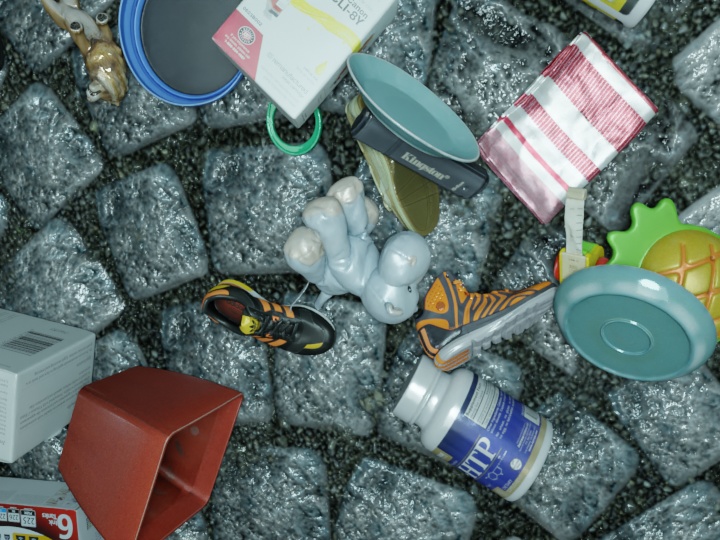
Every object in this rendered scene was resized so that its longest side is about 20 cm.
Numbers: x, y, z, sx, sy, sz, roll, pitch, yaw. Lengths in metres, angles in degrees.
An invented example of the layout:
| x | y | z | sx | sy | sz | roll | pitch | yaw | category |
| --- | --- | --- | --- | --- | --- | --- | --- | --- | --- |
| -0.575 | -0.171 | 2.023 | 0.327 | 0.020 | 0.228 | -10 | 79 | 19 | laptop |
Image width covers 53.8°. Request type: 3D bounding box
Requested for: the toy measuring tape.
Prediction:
| x | y | z | sx | sy | sz | roll | pitch | yaw | category |
| --- | --- | --- | --- | --- | --- | --- | --- | --- | --- |
| 0.278 | -0.032 | 0.889 | 0.071 | 0.075 | 0.204 | -5 | 129 | 11 | toy measuring tape |

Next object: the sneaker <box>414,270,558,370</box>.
| x | y | z | sx | sy | sz | roll | pitch | yaw | category |
| --- | --- | --- | --- | --- | --- | --- | --- | --- | --- |
| 0.160 | 0.038 | 0.941 | 0.196 | 0.078 | 0.114 | -24 | 61 | -11 | sneaker |

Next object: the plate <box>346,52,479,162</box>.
| x | y | z | sx | sy | sz | roll | pitch | yaw | category |
| --- | --- | --- | --- | --- | --- | --- | --- | --- | --- |
| 0.061 | -0.191 | 0.859 | 0.199 | 0.200 | 0.026 | 39 | 119 | 1 | plate |

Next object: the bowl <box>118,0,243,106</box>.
| x | y | z | sx | sy | sz | roll | pitch | yaw | category |
| --- | --- | --- | --- | --- | --- | --- | --- | --- | --- |
| -0.232 | -0.329 | 0.968 | 0.194 | 0.039 | 0.207 | 2 | 101 | 11 | bowl |

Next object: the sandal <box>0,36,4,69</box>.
| x | y | z | sx | sy | sz | roll | pitch | yaw | category |
| --- | --- | --- | --- | --- | --- | --- | --- | --- | --- |
| -0.558 | -0.387 | 1.016 | 0.073 | 0.045 | 0.206 | -5 | 100 | 12 | sandal |

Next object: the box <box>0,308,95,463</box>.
| x | y | z | sx | sy | sz | roll | pitch | yaw | category |
| --- | --- | --- | --- | --- | --- | --- | --- | --- | --- |
| -0.525 | 0.157 | 1.033 | 0.194 | 0.199 | 0.135 | 12 | 102 | 8 | box |

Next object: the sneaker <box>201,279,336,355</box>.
| x | y | z | sx | sy | sz | roll | pitch | yaw | category |
| --- | --- | --- | --- | --- | --- | --- | --- | --- | --- |
| -0.132 | 0.077 | 0.999 | 0.195 | 0.090 | 0.072 | 21 | 104 | 7 | sneaker |

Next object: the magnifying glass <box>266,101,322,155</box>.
| x | y | z | sx | sy | sz | roll | pitch | yaw | category |
| --- | --- | --- | --- | --- | --- | --- | --- | --- | --- |
| -0.102 | -0.260 | 0.967 | 0.077 | 0.022 | 0.206 | -10 | 100 | 13 | magnifying glass |

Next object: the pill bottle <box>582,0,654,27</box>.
| x | y | z | sx | sy | sz | roll | pitch | yaw | category |
| --- | --- | --- | --- | --- | --- | --- | --- | --- | --- |
| 0.264 | -0.383 | 0.823 | 0.197 | 0.114 | 0.116 | 32 | 105 | 3 | pill bottle |

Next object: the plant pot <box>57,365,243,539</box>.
| x | y | z | sx | sy | sz | roll | pitch | yaw | category |
| --- | --- | --- | --- | --- | --- | --- | --- | --- | --- |
| -0.313 | 0.251 | 1.024 | 0.173 | 0.199 | 0.205 | 25 | 104 | 16 | plant pot |

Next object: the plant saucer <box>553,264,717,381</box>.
| x | y | z | sx | sy | sz | roll | pitch | yaw | category |
| --- | --- | --- | --- | --- | --- | --- | --- | --- | --- |
| 0.331 | 0.075 | 0.876 | 0.196 | 0.028 | 0.203 | 24 | 145 | 17 | plant saucer |

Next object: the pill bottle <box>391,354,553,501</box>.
| x | y | z | sx | sy | sz | roll | pitch | yaw | category |
| --- | --- | --- | --- | --- | --- | --- | --- | --- | --- |
| 0.146 | 0.204 | 0.954 | 0.197 | 0.120 | 0.122 | 31 | 105 | 4 | pill bottle |

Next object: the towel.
| x | y | z | sx | sy | sz | roll | pitch | yaw | category |
| --- | --- | --- | --- | --- | --- | --- | --- | --- | --- |
| 0.260 | -0.180 | 0.910 | 0.144 | 0.023 | 0.200 | 44 | 105 | -1 | towel |

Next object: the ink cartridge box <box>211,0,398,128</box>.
| x | y | z | sx | sy | sz | roll | pitch | yaw | category |
| --- | --- | --- | --- | --- | --- | --- | --- | --- | --- |
| -0.067 | -0.309 | 0.893 | 0.145 | 0.083 | 0.201 | 42 | 91 | -3 | ink cartridge box |

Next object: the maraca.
| x | y | z | sx | sy | sz | roll | pitch | yaw | category |
| --- | --- | --- | --- | --- | --- | --- | --- | --- | --- |
| 0.391 | 0.005 | 0.873 | 0.199 | 0.107 | 0.138 | 41 | 92 | -4 | maraca |

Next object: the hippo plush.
| x | y | z | sx | sy | sz | roll | pitch | yaw | category |
| --- | --- | --- | --- | --- | --- | --- | --- | --- | --- |
| 0.000 | 0.000 | 0.905 | 0.159 | 0.158 | 0.204 | 30 | 104 | 25 | hippo plush |

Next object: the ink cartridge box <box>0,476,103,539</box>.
| x | y | z | sx | sy | sz | roll | pitch | yaw | category |
| --- | --- | --- | --- | --- | --- | --- | --- | --- | --- |
| -0.516 | 0.440 | 1.145 | 0.194 | 0.084 | 0.181 | 1 | 101 | 10 | ink cartridge box |

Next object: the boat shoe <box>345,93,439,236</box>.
| x | y | z | sx | sy | sz | roll | pitch | yaw | category |
| --- | --- | --- | --- | --- | --- | --- | --- | --- | --- |
| 0.041 | -0.140 | 0.944 | 0.072 | 0.063 | 0.204 | -33 | 100 | -28 | boat shoe |

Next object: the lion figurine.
| x | y | z | sx | sy | sz | roll | pitch | yaw | category |
| --- | --- | --- | --- | --- | --- | --- | --- | --- | --- |
| -0.386 | -0.333 | 0.979 | 0.071 | 0.123 | 0.203 | -28 | 77 | -16 | lion figurine |

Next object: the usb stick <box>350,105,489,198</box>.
| x | y | z | sx | sy | sz | roll | pitch | yaw | category |
| --- | --- | --- | --- | --- | --- | --- | --- | --- | --- |
| 0.077 | -0.147 | 0.899 | 0.196 | 0.033 | 0.055 | 25 | 137 | -25 | usb stick |
